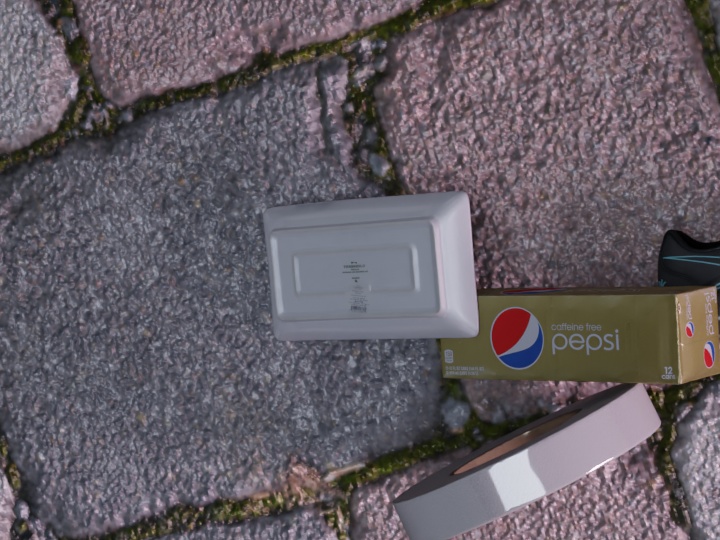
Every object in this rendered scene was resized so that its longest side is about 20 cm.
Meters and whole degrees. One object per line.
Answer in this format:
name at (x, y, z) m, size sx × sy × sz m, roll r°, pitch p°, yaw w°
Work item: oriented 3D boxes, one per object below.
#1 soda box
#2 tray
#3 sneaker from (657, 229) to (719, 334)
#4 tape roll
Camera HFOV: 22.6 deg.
soda box at (0.157, 0.046, 1.306) m, size 0.199 × 0.068 × 0.065 m, roll -2°, pitch 94°, yaw 37°
tray at (0.000, 0.000, 1.365) m, size 0.199 × 0.022 × 0.108 m, roll -3°, pitch 94°, yaw 39°
sneaker at (0.308, 0.000, 1.288) m, size 0.198 × 0.075 × 0.080 m, roll -6°, pitch 91°, yaw 16°
tape roll at (0.119, 0.137, 1.289) m, size 0.202 × 0.203 × 0.037 m, roll -27°, pitch 87°, yaw 16°
